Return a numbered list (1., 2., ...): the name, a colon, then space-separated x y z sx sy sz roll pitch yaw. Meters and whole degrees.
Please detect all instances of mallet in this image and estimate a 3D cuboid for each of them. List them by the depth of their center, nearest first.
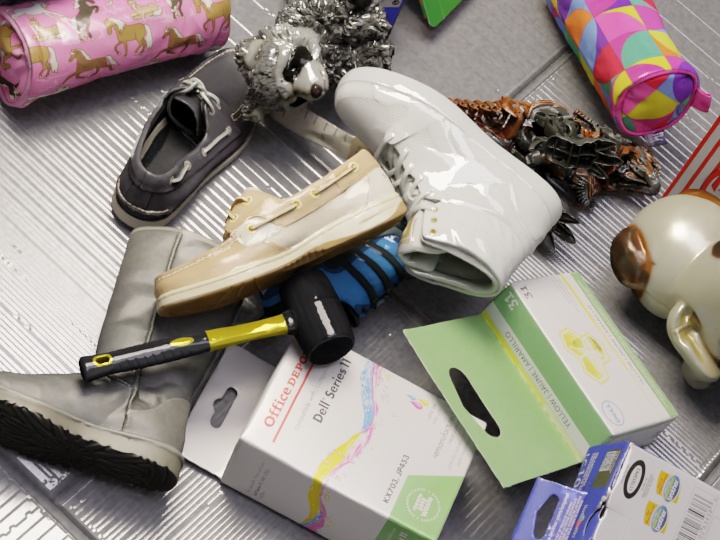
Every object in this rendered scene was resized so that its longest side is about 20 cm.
1. mallet: -0.105 0.041 1.474 0.198 0.041 0.066 -6 56 -17

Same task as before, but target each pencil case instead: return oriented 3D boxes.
1. pencil case: -0.197 -0.191 1.640 0.199 0.083 0.087 -20 54 -29
2. pencil case: 0.223 -0.200 1.775 0.088 0.089 0.201 -4 48 -22

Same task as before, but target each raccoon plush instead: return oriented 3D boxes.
1. raccoon plush: -0.060 -0.183 1.681 0.133 0.200 0.097 -22 111 -15

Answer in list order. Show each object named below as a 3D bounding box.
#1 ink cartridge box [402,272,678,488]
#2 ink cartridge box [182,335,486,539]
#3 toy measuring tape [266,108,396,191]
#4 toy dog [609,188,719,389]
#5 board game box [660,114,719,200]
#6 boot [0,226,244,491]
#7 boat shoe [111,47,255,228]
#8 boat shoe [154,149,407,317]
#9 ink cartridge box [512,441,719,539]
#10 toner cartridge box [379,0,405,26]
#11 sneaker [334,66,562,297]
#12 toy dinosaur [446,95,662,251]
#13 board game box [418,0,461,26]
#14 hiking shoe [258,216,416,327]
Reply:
1. ink cartridge box: 0.139 0.078 1.565 0.199 0.048 0.146 -7 58 -53
2. ink cartridge box: -0.023 0.122 1.508 0.199 0.067 0.118 27 53 -1
3. toy measuring tape: 0.014 -0.097 1.676 0.199 0.074 0.074 30 52 22
4. toy dog: 0.288 0.013 1.629 0.139 0.195 0.200 -39 42 -20
5. board game box: 0.340 -0.061 1.676 0.046 0.200 0.152 -32 72 -32
6. boot: -0.181 0.047 1.500 0.181 0.073 0.201 22 58 -14
7. boat shoe: -0.128 -0.116 1.629 0.072 0.063 0.200 29 52 4
8. boat shoe: -0.066 -0.029 1.503 0.199 0.074 0.070 -24 83 -18
9. ink cartridge box: 0.209 0.213 1.479 0.199 0.076 0.137 29 75 -13
10. toner cartridge box: -0.004 -0.300 1.774 0.043 0.095 0.201 0 59 -21
11. sneaker: 0.045 -0.064 1.563 0.199 0.074 0.116 34 55 5
12. toy dinosaur: 0.157 -0.095 1.716 0.198 0.103 0.136 2 32 -3
13. board game box: 0.093 -0.303 1.812 0.030 0.096 0.200 5 39 34
14. hiking shoe: 0.000 0.000 1.608 0.199 0.074 0.087 -3 89 -30
